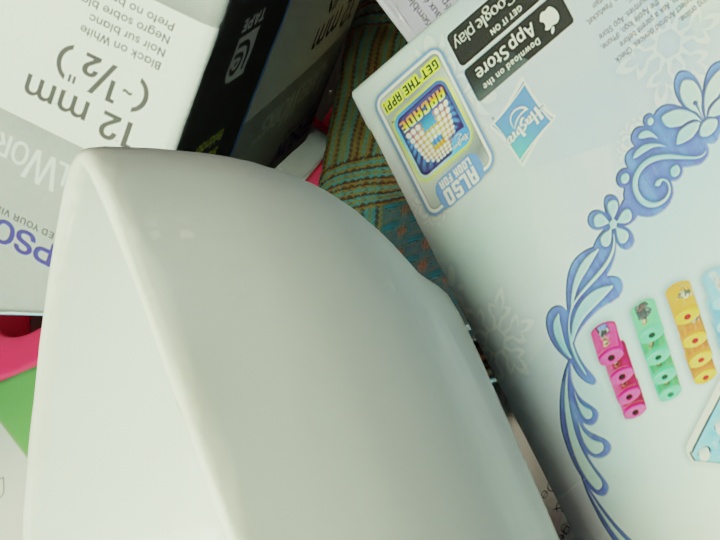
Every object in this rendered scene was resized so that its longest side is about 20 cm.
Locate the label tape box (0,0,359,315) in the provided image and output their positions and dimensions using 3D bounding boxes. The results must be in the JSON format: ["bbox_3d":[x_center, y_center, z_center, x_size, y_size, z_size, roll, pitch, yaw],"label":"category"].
[{"bbox_3d":[-0.051,-0.053,0.756,0.066,0.143,0.200,25,116,9],"label":"label tape box"}]

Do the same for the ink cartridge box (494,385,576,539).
[{"bbox_3d":[0.089,0.051,0.703,0.200,0.067,0.117,24,76,50],"label":"ink cartridge box"}]

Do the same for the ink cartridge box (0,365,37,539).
[{"bbox_3d":[-0.068,0.130,0.759,0.146,0.084,0.200,-23,55,23],"label":"ink cartridge box"}]

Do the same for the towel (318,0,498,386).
[{"bbox_3d":[0.051,-0.050,0.756,0.147,0.022,0.200,-20,38,24],"label":"towel"}]

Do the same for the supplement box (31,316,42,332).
[{"bbox_3d":[-0.201,0.046,1.020,0.200,0.109,0.061,-51,44,22],"label":"supplement box"}]

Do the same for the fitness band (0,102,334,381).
[{"bbox_3d":[-0.053,-0.039,0.913,0.200,0.037,0.144,-43,32,19],"label":"fitness band"}]

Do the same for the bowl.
[{"bbox_3d":[-0.008,0.091,0.593,0.200,0.075,0.200,105,149,-51],"label":"bowl"}]

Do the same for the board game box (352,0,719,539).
[{"bbox_3d":[0.115,-0.008,0.536,0.200,0.043,0.199,-39,62,30],"label":"board game box"}]

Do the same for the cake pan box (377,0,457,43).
[{"bbox_3d":[0.098,-0.078,0.611,0.184,0.052,0.200,-47,62,24],"label":"cake pan box"}]
